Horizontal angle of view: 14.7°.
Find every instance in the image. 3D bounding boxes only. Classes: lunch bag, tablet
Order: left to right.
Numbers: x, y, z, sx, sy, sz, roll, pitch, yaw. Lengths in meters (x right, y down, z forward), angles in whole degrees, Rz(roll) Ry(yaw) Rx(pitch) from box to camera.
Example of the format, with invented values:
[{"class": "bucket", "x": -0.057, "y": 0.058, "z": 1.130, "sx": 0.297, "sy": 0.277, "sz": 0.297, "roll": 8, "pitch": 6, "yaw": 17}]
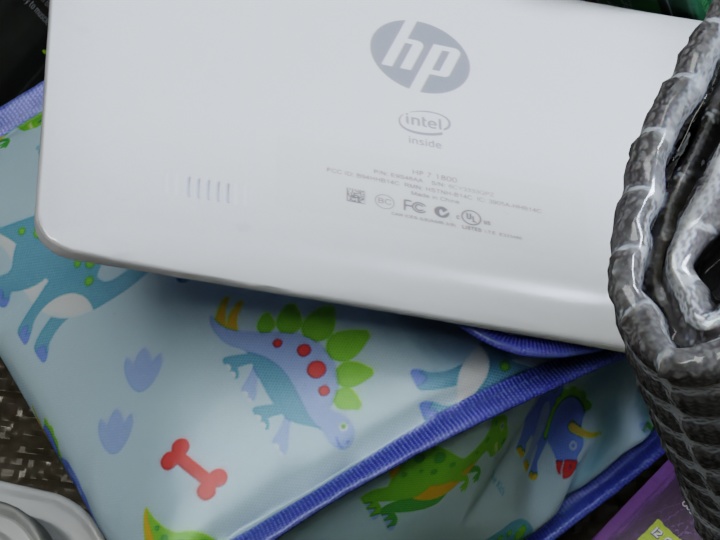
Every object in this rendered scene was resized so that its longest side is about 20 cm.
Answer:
[{"class": "lunch bag", "x": 0.000, "y": 0.000, "z": 0.790, "sx": 0.200, "sy": 0.128, "sz": 0.170, "roll": -30, "pitch": 61, "yaw": -6}, {"class": "tablet", "x": 0.015, "y": -0.038, "z": 0.738, "sx": 0.200, "sy": 0.014, "sz": 0.130, "roll": 10, "pitch": 46, "yaw": -13}]

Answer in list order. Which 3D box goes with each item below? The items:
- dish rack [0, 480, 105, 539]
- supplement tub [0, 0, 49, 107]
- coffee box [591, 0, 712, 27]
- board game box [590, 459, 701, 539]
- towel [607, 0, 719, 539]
[{"class": "dish rack", "x": -0.169, "y": 0.144, "z": 0.782, "sx": 0.171, "sy": 0.044, "sz": 0.200, "roll": 9, "pitch": 75, "yaw": 27}, {"class": "supplement tub", "x": -0.118, "y": -0.101, "z": 0.866, "sx": 0.122, "sy": 0.123, "sz": 0.200, "roll": 34, "pitch": 76, "yaw": 25}, {"class": "coffee box", "x": 0.128, "y": -0.160, "z": 0.837, "sx": 0.044, "sy": 0.123, "sz": 0.200, "roll": 23, "pitch": 74, "yaw": 26}, {"class": "board game box", "x": 0.150, "y": 0.121, "z": 0.750, "sx": 0.120, "sy": 0.032, "sz": 0.200, "roll": -46, "pitch": 64, "yaw": -7}, {"class": "towel", "x": 0.125, "y": -0.027, "z": 0.556, "sx": 0.085, "sy": 0.166, "sz": 0.200, "roll": 19, "pitch": 69, "yaw": 26}]
